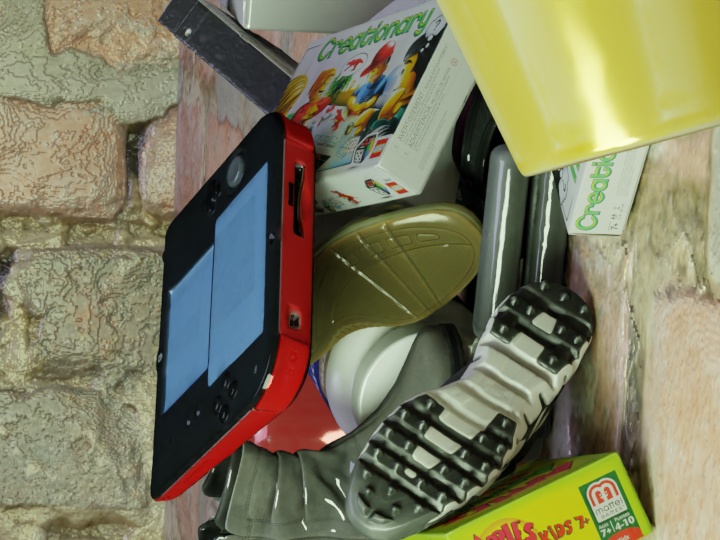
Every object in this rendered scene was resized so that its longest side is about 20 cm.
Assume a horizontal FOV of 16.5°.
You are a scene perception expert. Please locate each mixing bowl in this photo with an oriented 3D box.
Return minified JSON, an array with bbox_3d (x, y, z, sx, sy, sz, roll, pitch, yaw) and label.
[{"bbox_3d":[-0.049,0.126,2.060,0.200,0.108,0.201,180,90,-79],"label":"mixing bowl"}]

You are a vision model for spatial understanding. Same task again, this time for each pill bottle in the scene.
[{"bbox_3d":[0.027,0.060,1.630,0.200,0.115,0.116,-129,41,-74],"label":"pill bottle"}]

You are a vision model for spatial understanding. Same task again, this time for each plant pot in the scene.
[{"bbox_3d":[0.107,-0.147,1.063,0.201,0.200,0.190,166,89,-79],"label":"plant pot"}]

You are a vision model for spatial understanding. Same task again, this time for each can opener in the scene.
[{"bbox_3d":[0.088,0.021,1.476,0.067,0.053,0.201,-127,40,-72],"label":"can opener"}]

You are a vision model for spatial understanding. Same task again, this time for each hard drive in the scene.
[{"bbox_3d":[-0.049,-0.130,1.840,0.038,0.140,0.200,-54,48,5],"label":"hard drive"}]

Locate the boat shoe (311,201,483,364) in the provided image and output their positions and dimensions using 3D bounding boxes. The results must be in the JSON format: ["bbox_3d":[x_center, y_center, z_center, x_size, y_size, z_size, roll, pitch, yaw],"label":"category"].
[{"bbox_3d":[0.001,0.002,1.537,0.200,0.073,0.063,-33,18,37],"label":"boat shoe"}]

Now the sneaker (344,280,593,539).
[{"bbox_3d":[0.058,0.094,1.367,0.200,0.066,0.091,-45,-19,-37],"label":"sneaker"}]

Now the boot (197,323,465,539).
[{"bbox_3d":[-0.019,0.116,1.482,0.070,0.131,0.201,-116,41,-69],"label":"boot"}]

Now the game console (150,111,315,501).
[{"bbox_3d":[-0.082,0.020,1.495,0.177,0.031,0.201,-39,40,46],"label":"game console"}]

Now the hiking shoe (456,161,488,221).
[{"bbox_3d":[0.052,-0.053,1.687,0.087,0.074,0.200,-65,15,6],"label":"hiking shoe"}]

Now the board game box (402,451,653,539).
[{"bbox_3d":[0.078,0.144,1.355,0.048,0.101,0.200,66,168,2],"label":"board game box"}]

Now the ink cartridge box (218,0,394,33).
[{"bbox_3d":[-0.027,-0.263,1.882,0.200,0.146,0.147,-128,41,-73],"label":"ink cartridge box"}]

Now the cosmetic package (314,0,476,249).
[{"bbox_3d":[0.012,-0.085,1.626,0.151,0.052,0.200,-37,32,47],"label":"cosmetic package"}]

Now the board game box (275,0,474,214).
[{"bbox_3d":[0.001,-0.097,1.531,0.200,0.035,0.127,-10,50,60],"label":"board game box"}]

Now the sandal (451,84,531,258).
[{"bbox_3d":[0.080,-0.100,1.544,0.075,0.048,0.201,118,152,-68],"label":"sandal"}]

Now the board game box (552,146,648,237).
[{"bbox_3d":[0.133,-0.133,1.302,0.126,0.034,0.200,-100,16,-46],"label":"board game box"}]
